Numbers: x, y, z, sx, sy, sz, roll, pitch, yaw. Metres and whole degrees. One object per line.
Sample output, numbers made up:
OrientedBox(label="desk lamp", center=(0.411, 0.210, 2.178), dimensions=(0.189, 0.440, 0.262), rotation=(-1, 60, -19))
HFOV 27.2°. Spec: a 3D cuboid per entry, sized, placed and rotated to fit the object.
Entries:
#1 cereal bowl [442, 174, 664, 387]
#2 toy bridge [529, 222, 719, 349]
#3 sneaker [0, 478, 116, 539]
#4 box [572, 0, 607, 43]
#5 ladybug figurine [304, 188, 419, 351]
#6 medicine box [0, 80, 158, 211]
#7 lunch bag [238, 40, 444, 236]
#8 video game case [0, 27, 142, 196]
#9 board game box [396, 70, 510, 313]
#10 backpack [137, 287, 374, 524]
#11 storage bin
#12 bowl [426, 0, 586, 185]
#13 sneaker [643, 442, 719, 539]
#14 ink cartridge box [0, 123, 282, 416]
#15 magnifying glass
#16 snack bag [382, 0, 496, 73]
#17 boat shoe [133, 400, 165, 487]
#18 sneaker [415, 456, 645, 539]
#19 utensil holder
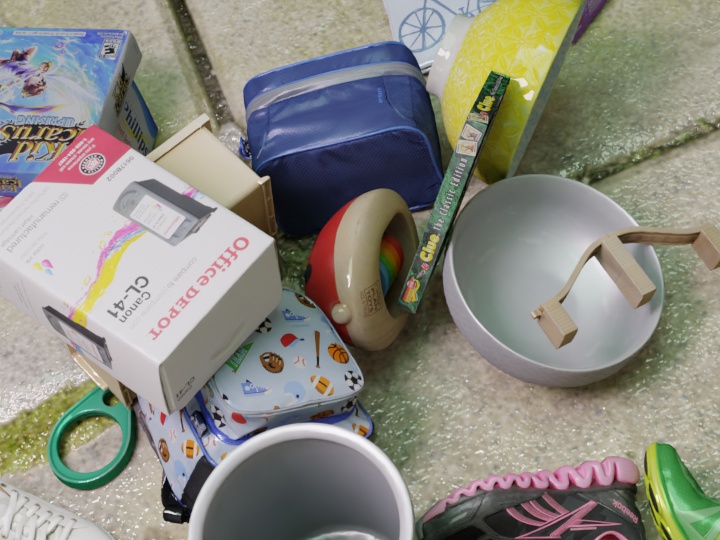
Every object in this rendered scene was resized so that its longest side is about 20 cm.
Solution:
OrientedBox(label="cereal bowl", center=(0.165, 0.018, 1.330), dimensions=(0.199, 0.083, 0.201), rotation=(5, 60, -9))
OrientedBox(label="toy bridge", center=(0.227, 0.000, 1.289), dimensions=(0.199, 0.027, 0.067), rotation=(-24, 66, -23))
OrientedBox(label="sneaker", center=(-0.307, 0.229, 1.318), dimensions=(0.199, 0.085, 0.073), rotation=(13, 59, 19))
OrientedBox(label="box", center=(0.181, -0.336, 1.601), dimensions=(0.199, 0.039, 0.137), rotation=(28, 67, 27))
OrientedBox(label="ladybug figurine", center=(0.000, 0.000, 1.351), dimensions=(0.071, 0.137, 0.200), rotation=(-4, 19, 18))
OrientedBox(label="medicine box", center=(-0.327, -0.101, 1.527), dimensions=(0.181, 0.103, 0.201), rotation=(3, 59, 14))
OrientedBox(label="lunch bag", center=(-0.024, -0.133, 1.457), dimensions=(0.199, 0.136, 0.133), rotation=(-12, 55, 7))
OrientedBox(label="video game case", center=(-0.336, -0.160, 1.478), dimensions=(0.199, 0.046, 0.182), rotation=(3, 59, 15))
OrientedBox(label="board game box", center=(0.081, -0.068, 1.308), dimensions=(0.023, 0.201, 0.105), rotation=(21, 34, 2))
OrientedBox(label="backpack", center=(-0.099, 0.100, 1.267), dimensions=(0.199, 0.155, 0.191), rotation=(-5, 42, -37))
OrientedBox(label="storage bin", center=(-0.176, 0.000, 1.351), dimensions=(0.200, 0.199, 0.094), rotation=(-40, 64, -21))
OrientedBox(label="bowl", center=(0.126, -0.185, 1.404), dimensions=(0.107, 0.200, 0.201), rotation=(24, 64, 6))
OrientedBox(label="sneaker", center=(0.295, 0.220, 1.192), dimensions=(0.083, 0.074, 0.200), rotation=(-30, 65, -5))
OrientedBox(label="ink cartridge box", center=(-0.182, -0.004, 1.186), dimensions=(0.199, 0.086, 0.148), rotation=(30, 63, 22))
OrientedBox(label="magnifying glass", center=(-0.230, 0.115, 1.411), dimensions=(0.079, 0.022, 0.201), rotation=(15, 60, 18))
OrientedBox(label="snack bag", center=(0.106, -0.317, 1.572), dimensions=(0.188, 0.021, 0.201), rotation=(-19, 69, 16))
OrientedBox(label="boat shoe", center=(-0.145, 0.183, 1.323), dimensions=(0.065, 0.072, 0.201), rotation=(-36, 62, 13))
OrientedBox(label="sneaker", center=(0.144, 0.214, 1.215), dimensions=(0.199, 0.079, 0.096), rotation=(-8, 70, -12))
OrientedBox(label="utensil holder", center=(-0.030, 0.239, 1.170), dimensions=(0.169, 0.200, 0.171), rotation=(-5, 58, 7))
